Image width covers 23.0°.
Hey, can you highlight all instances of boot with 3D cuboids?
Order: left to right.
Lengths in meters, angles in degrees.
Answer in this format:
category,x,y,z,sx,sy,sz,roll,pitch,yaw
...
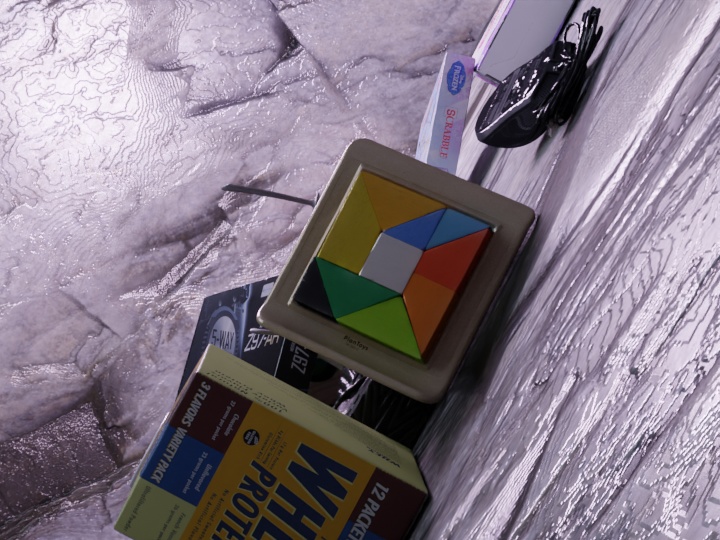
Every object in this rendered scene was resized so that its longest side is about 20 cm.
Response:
category,x,y,z,sx,sy,sz,roll,pitch,yaw
boot,-0.011,0.160,1.598,0.211,0.079,0.158,-51,9,-5

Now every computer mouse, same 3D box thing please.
category,x,y,z,sx,sy,sz,roll,pitch,yaw
computer mouse,0.179,-0.167,1.747,0.139,0.053,0.200,-64,15,-22

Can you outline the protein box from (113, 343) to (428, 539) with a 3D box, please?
category,x,y,z,sx,sy,sz,roll,pitch,yaw
protein box,-0.069,0.171,1.395,0.135,0.198,0.200,-62,4,2

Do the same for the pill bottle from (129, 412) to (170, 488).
category,x,y,z,sx,sy,sz,roll,pitch,yaw
pill bottle,-0.121,0.222,1.749,0.113,0.200,0.113,-61,3,6

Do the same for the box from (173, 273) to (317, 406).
category,x,y,z,sx,sy,sz,roll,pitch,yaw
box,-0.114,0.092,1.813,0.200,0.044,0.160,-15,55,54

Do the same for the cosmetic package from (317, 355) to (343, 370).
category,x,y,z,sx,sy,sz,roll,pitch,yaw
cosmetic package,0.045,0.019,1.744,0.200,0.103,0.073,-58,4,31

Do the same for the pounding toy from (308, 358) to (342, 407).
category,x,y,z,sx,sy,sz,roll,pitch,yaw
pounding toy,-0.073,0.149,1.957,0.184,0.142,0.200,-15,-26,-32

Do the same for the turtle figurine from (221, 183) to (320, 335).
category,x,y,z,sx,sy,sz,roll,pitch,yaw
turtle figurine,0.000,0.000,1.605,0.194,0.200,0.144,-22,41,20

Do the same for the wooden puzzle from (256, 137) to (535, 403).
category,x,y,z,sx,sy,sz,roll,pitch,yaw
wooden puzzle,0.029,-0.006,1.534,0.200,0.185,0.037,-61,-21,-13

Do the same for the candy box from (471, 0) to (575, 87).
category,x,y,z,sx,sy,sz,roll,pitch,yaw
candy box,0.208,-0.310,2.241,0.168,0.071,0.200,-62,3,5

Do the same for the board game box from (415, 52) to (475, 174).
category,x,y,z,sx,sy,sz,roll,pitch,yaw
board game box,0.095,-0.141,2.238,0.200,0.041,0.200,108,174,-68
